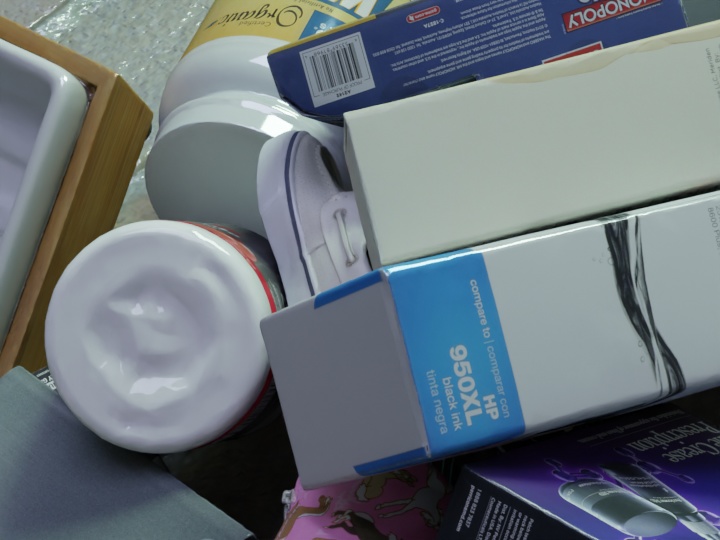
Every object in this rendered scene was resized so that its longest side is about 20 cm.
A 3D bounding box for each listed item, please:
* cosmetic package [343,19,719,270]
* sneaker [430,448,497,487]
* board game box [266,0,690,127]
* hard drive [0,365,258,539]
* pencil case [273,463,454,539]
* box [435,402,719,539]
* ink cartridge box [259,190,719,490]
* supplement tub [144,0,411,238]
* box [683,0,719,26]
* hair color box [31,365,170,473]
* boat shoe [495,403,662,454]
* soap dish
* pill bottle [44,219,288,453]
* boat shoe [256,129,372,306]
[{"bbox_3d":[0.095,-0.053,1.340,0.199,0.104,0.074,-13,83,-3],"label":"cosmetic package"},{"bbox_3d":[0.043,0.121,1.426,0.079,0.076,0.200,-29,42,-9],"label":"sneaker"},{"bbox_3d":[0.078,-0.103,1.475,0.199,0.200,0.062,-18,83,14],"label":"board game box"},{"bbox_3d":[-0.151,0.140,1.407,0.140,0.033,0.200,-46,45,-14],"label":"hard drive"},{"bbox_3d":[-0.019,0.159,1.298,0.086,0.083,0.200,-15,24,29],"label":"pencil case"},{"bbox_3d":[0.136,0.131,1.275,0.141,0.079,0.200,30,20,25],"label":"box"},{"bbox_3d":[0.078,0.029,1.298,0.199,0.085,0.145,-13,-4,-24],"label":"ink cartridge box"},{"bbox_3d":[-0.025,-0.102,1.636,0.144,0.145,0.200,5,46,23],"label":"supplement tub"},{"bbox_3d":[0.124,-0.118,1.589,0.158,0.046,0.201,-2,71,-3],"label":"box"},{"bbox_3d":[-0.135,0.133,1.482,0.100,0.061,0.200,-28,43,-9],"label":"hair color box"},{"bbox_3d":[0.131,0.088,1.437,0.070,0.066,0.200,-38,46,-22],"label":"boat shoe"},{"bbox_3d":[-0.203,-0.035,1.608,0.157,0.081,0.201,26,99,40],"label":"soap dish"},{"bbox_3d":[-0.080,0.031,1.474,0.110,0.111,0.200,-9,-2,9],"label":"pill bottle"},{"bbox_3d":[0.000,0.000,1.429,0.070,0.071,0.201,-26,43,12],"label":"boat shoe"}]
